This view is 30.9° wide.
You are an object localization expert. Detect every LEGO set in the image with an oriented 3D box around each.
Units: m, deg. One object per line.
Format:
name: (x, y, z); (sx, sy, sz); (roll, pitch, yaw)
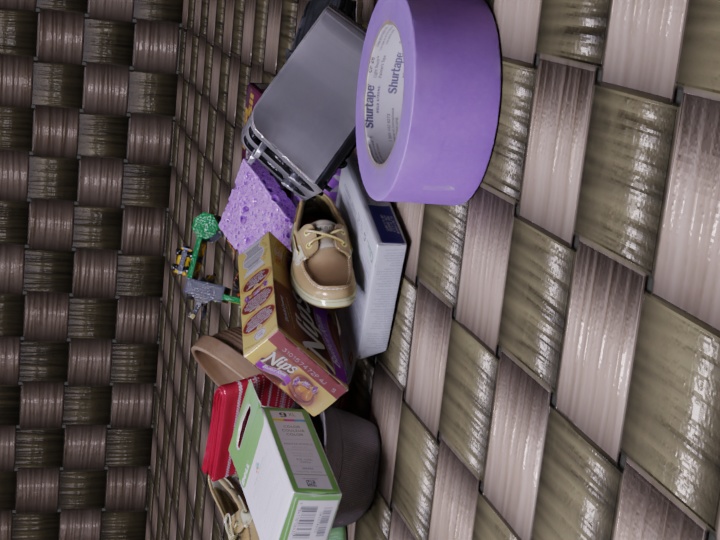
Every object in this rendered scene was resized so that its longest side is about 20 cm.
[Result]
LEGO set: (-0.155, 0.002, 1.841); (0.116, 0.198, 0.156); (34, -118, -79)

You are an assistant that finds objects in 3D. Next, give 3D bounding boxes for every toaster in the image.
toaster: (-0.039, -0.185, 1.432); (0.201, 0.118, 0.181); (-54, 8, -5)

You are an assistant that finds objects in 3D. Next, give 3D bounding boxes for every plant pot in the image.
plant pot: (-0.131, 0.141, 1.806); (0.093, 0.201, 0.201); (-48, 6, -17)

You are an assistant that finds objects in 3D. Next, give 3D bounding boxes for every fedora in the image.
fedora: (-0.033, 0.226, 1.506); (0.177, 0.089, 0.201); (-110, 34, -52)

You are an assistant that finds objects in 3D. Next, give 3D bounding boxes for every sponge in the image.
sponge: (-0.110, -0.036, 1.641); (0.200, 0.030, 0.112); (54, 132, 35)

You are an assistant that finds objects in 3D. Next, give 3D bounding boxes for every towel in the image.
towel: (-0.096, 0.168, 1.566); (0.022, 0.199, 0.146); (43, 134, 37)

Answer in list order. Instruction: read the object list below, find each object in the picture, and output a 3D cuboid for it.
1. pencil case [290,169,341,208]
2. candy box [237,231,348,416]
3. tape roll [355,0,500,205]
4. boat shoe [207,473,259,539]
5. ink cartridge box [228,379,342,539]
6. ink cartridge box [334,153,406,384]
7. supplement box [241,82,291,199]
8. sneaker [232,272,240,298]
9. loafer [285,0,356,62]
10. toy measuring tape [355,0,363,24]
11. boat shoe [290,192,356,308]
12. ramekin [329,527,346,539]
pencil case: (-0.059, -0.062, 1.663); (0.084, 0.085, 0.202); (-146, 58, -71)
candy box: (-0.079, 0.057, 1.464); (0.056, 0.117, 0.201); (-38, 29, 15)
tape roll: (0.060, -0.164, 1.241); (0.200, 0.084, 0.202); (-178, 90, -75)
boat shoe: (-0.144, 0.306, 1.584); (0.200, 0.062, 0.074); (-122, 39, -65)
ink cartridge box: (-0.085, 0.220, 1.428); (0.200, 0.059, 0.105); (-120, 42, -54)
ink cartridge box: (0.000, 0.000, 1.516); (0.200, 0.040, 0.201); (-109, 26, -53)
supplement box: (-0.096, -0.178, 1.784); (0.200, 0.102, 0.132); (-131, 44, -69)
sneaker: (-0.124, -0.024, 1.917); (0.078, 0.075, 0.200); (-48, 1, -43)
loafer: (-0.065, -0.259, 1.659); (0.070, 0.068, 0.202); (13, 81, 40)
toy measuring tape: (-0.030, -0.243, 1.600); (0.074, 0.073, 0.202); (-162, 73, -74)
boat shoe: (-0.046, -0.027, 1.472); (0.200, 0.073, 0.067); (-114, 25, -58)
ramekin: (-0.084, 0.357, 1.661); (0.200, 0.097, 0.202); (-177, 90, -75)
